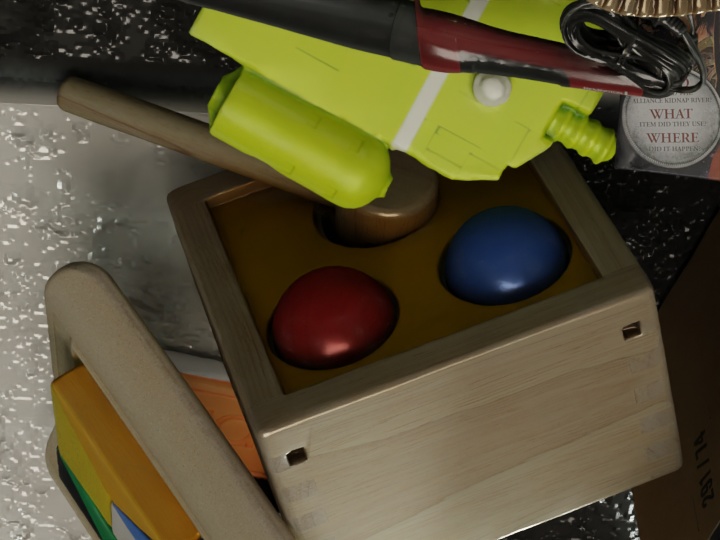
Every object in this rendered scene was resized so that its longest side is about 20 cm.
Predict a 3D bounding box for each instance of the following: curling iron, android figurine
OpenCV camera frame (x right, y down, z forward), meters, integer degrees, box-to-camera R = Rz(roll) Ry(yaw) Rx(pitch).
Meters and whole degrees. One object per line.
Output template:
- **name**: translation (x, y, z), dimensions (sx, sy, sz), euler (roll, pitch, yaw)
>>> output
- **curling iron**: translation (0.025, -0.091, 0.775), dimensions (0.199, 0.026, 0.050), euler (10, 128, 17)
- **android figurine**: translation (0.019, -0.111, 0.818), dimensions (0.200, 0.041, 0.182), euler (30, 100, -5)

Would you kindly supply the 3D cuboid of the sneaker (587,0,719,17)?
- **sneaker**: translation (0.145, -0.124, 0.712), dimensions (0.199, 0.109, 0.070), euler (-1, 113, -13)

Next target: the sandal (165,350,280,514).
- **sandal**: translation (-0.039, 0.089, 1.027), dimensions (0.206, 0.059, 0.079), euler (8, 131, -10)

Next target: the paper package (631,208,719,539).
- **paper package**: translation (0.199, 0.070, 0.931), dimensions (0.103, 0.200, 0.191), euler (14, 130, -15)

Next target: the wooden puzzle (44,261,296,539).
- **wooden puzzle**: translation (-0.082, 0.110, 0.915), dimensions (0.037, 0.185, 0.200), euler (-30, 163, -21)

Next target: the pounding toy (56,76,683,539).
- **pounding toy**: translation (0.000, 0.000, 0.888), dimensions (0.184, 0.200, 0.142), euler (-20, 131, -5)

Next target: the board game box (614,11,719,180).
- **board game box**: translation (0.192, -0.092, 0.754), dimensions (0.199, 0.035, 0.136), euler (7, 104, 18)

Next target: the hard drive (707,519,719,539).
- **hard drive**: translation (0.180, 0.157, 0.851), dimensions (0.139, 0.038, 0.200), euler (13, 128, -11)
